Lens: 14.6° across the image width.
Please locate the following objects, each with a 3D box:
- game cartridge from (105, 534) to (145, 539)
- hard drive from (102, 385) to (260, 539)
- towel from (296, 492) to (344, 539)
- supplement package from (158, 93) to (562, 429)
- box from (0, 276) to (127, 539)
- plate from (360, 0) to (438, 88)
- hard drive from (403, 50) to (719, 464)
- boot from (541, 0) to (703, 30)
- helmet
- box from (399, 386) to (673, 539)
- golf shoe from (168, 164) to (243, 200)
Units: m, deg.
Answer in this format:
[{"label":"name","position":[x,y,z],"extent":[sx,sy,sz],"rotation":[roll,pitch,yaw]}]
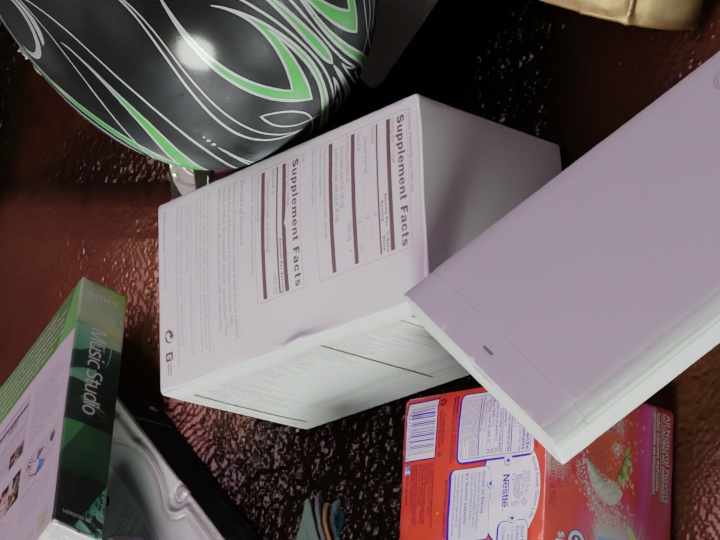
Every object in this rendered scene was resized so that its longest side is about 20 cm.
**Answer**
[{"label":"game cartridge","position":[-0.126,0.261,1.525],"extent":[0.130,0.038,0.201],"rotation":[-52,49,33]},{"label":"hard drive","position":[-0.124,0.176,1.601],"extent":[0.140,0.038,0.200],"rotation":[-59,44,17]},{"label":"towel","position":[-0.017,0.231,1.401],"extent":[0.200,0.022,0.147],"rotation":[-106,25,-53]},{"label":"supplement package","position":[0.000,0.000,1.463],"extent":[0.199,0.113,0.110],"rotation":[-21,64,41]},{"label":"box","position":[-0.188,0.120,1.626],"extent":[0.144,0.036,0.201],"rotation":[-50,26,35]},{"label":"plate","position":[0.016,-0.229,1.522],"extent":[0.200,0.032,0.201],"rotation":[128,140,-59]},{"label":"hard drive","position":[0.134,-0.010,1.308],"extent":[0.200,0.026,0.132],"rotation":[-38,44,-8]},{"label":"boot","position":[0.178,-0.214,1.368],"extent":[0.174,0.066,0.201],"rotation":[17,111,13]},{"label":"helmet","position":[-0.083,-0.147,1.464],"extent":[0.200,0.190,0.200],"rotation":[-53,5,7]},{"label":"box","position":[0.082,0.160,1.333],"extent":[0.099,0.095,0.201],"rotation":[-13,68,45]},{"label":"golf shoe","position":[-0.088,-0.070,1.604],"extent":[0.077,0.088,0.201],"rotation":[16,90,47]}]
